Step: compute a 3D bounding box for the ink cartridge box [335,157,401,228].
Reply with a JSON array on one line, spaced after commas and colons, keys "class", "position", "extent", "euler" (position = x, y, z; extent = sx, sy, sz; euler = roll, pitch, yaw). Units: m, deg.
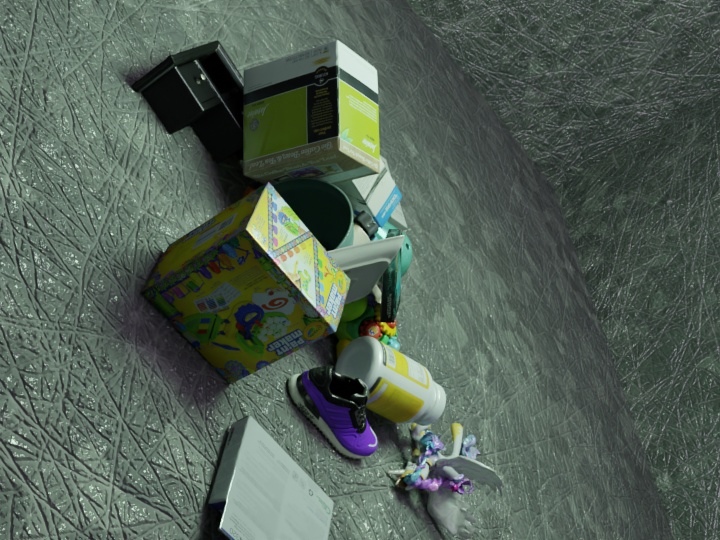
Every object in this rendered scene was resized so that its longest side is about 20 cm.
[{"class": "ink cartridge box", "position": [-0.026, -0.183, 1.738], "extent": [0.145, 0.085, 0.200], "euler": [27, -16, 32]}]

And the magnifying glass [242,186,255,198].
[{"class": "magnifying glass", "position": [-0.128, -0.095, 1.692], "extent": [0.199, 0.080, 0.022], "euler": [30, 11, -33]}]

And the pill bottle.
[{"class": "pill bottle", "position": [0.057, 0.201, 1.630], "extent": [0.199, 0.112, 0.113], "euler": [33, 34, -36]}]

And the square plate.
[{"class": "square plate", "position": [-0.042, 0.019, 1.455], "extent": [0.198, 0.198, 0.029], "euler": [-14, 70, -25]}]

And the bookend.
[{"class": "bookend", "position": [-0.258, -0.273, 1.589], "extent": [0.200, 0.092, 0.200], "euler": [57, 23, -9]}]

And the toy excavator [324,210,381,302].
[{"class": "toy excavator", "position": [0.000, 0.000, 1.732], "extent": [0.201, 0.100, 0.194], "euler": [55, -16, -14]}]

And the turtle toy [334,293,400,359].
[{"class": "turtle toy", "position": [0.004, 0.097, 1.685], "extent": [0.200, 0.101, 0.147], "euler": [40, 29, -40]}]

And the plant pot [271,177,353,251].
[{"class": "plant pot", "position": [-0.099, -0.036, 1.547], "extent": [0.135, 0.198, 0.202], "euler": [75, 3, -51]}]

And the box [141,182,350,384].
[{"class": "box", "position": [-0.155, 0.023, 1.294], "extent": [0.193, 0.199, 0.122], "euler": [51, 30, -23]}]

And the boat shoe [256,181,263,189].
[{"class": "boat shoe", "position": [-0.112, -0.122, 1.741], "extent": [0.199, 0.073, 0.069], "euler": [34, 44, -40]}]

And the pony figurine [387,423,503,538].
[{"class": "pony figurine", "position": [0.152, 0.357, 1.662], "extent": [0.192, 0.168, 0.200], "euler": [27, 28, 4]}]

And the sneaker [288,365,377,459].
[{"class": "sneaker", "position": [-0.018, 0.223, 1.484], "extent": [0.200, 0.099, 0.070], "euler": [47, 28, -28]}]

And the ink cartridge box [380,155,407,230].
[{"class": "ink cartridge box", "position": [0.011, -0.180, 2.061], "extent": [0.146, 0.084, 0.201], "euler": [30, 37, -50]}]

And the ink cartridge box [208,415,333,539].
[{"class": "ink cartridge box", "position": [-0.117, 0.326, 1.227], "extent": [0.197, 0.043, 0.201], "euler": [52, 26, -23]}]

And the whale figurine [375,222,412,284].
[{"class": "whale figurine", "position": [0.038, -0.066, 1.913], "extent": [0.201, 0.103, 0.160], "euler": [61, 33, -29]}]

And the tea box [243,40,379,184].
[{"class": "tea box", "position": [-0.084, -0.253, 1.582], "extent": [0.133, 0.198, 0.199], "euler": [21, 64, -55]}]

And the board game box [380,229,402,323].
[{"class": "board game box", "position": [0.055, 0.005, 1.622], "extent": [0.200, 0.028, 0.137], "euler": [-62, 154, -80]}]
